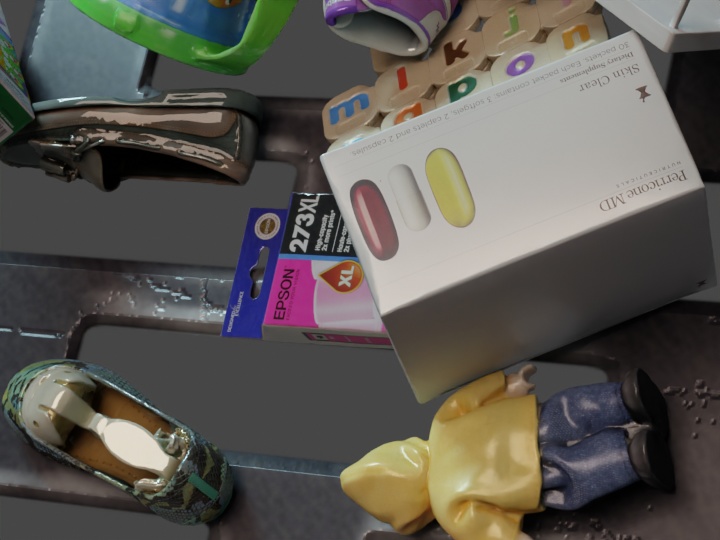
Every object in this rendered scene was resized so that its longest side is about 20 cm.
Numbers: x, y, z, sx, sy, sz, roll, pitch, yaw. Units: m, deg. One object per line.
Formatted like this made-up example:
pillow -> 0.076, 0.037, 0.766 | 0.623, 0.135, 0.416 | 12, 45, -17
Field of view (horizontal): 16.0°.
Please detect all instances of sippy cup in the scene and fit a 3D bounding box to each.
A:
sippy cup -> -0.112, -0.218, 1.715 | 0.177, 0.140, 0.131 | 26, 103, 6

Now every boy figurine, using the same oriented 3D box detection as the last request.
boy figurine -> 0.085, 0.121, 1.535 | 0.199, 0.064, 0.125 | -17, 63, 19

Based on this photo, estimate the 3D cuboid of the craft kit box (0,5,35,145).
craft kit box -> -0.310, -0.202, 1.751 | 0.048, 0.200, 0.198 | -37, 35, 5

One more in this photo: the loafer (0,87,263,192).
loafer -> -0.162, -0.082, 1.742 | 0.198, 0.072, 0.063 | -5, 72, 21

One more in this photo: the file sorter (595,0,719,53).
file sorter -> 0.217, -0.221, 1.523 | 0.139, 0.199, 0.125 | 41, 123, 33

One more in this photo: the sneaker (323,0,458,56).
sneaker -> -0.015, -0.221, 1.643 | 0.073, 0.200, 0.115 | -32, 24, 46

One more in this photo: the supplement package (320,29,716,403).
supplement package -> 0.097, -0.028, 1.513 | 0.199, 0.156, 0.112 | -22, 66, 1

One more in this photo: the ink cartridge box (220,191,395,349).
ink cartridge box -> 0.000, 0.000, 1.648 | 0.199, 0.037, 0.095 | 2, 69, 28

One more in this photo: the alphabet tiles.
alphabet tiles -> 0.067, -0.120, 1.638 | 0.199, 0.015, 0.196 | -27, 34, 13

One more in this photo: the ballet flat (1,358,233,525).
ballet flat -> -0.167, 0.100, 1.663 | 0.199, 0.074, 0.075 | 22, 78, 32
